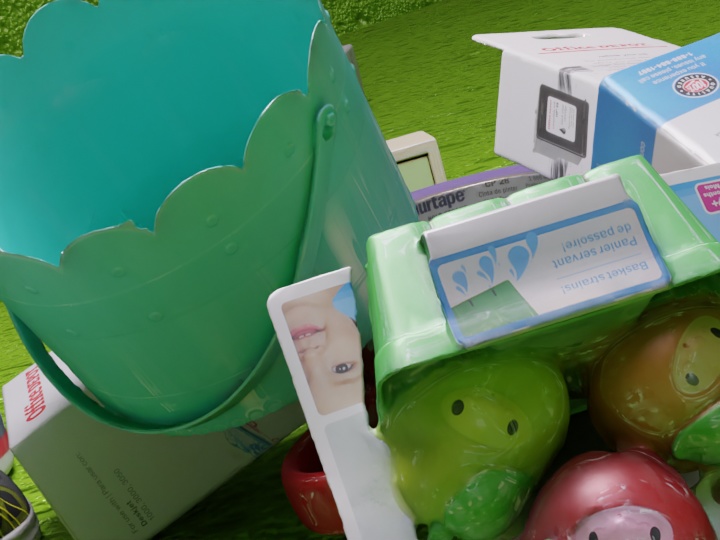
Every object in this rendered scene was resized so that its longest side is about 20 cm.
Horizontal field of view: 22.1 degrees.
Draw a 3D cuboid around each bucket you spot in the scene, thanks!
[{"bbox_3d":[-0.080,-0.034,0.821,0.207,0.135,0.207,-20,39,17],"label":"bucket"}]

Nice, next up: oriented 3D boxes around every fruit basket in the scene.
[{"bbox_3d":[0.082,0.062,0.619,0.185,0.094,0.200,-16,57,-6],"label":"fruit basket"}]

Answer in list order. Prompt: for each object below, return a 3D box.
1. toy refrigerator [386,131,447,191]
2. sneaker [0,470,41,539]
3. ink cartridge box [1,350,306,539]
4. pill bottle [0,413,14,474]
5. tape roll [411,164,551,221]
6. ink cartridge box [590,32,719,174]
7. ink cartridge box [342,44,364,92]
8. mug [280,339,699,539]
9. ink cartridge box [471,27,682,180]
[{"bbox_3d":[-0.030,-0.046,1.475,0.200,0.076,0.070,-16,12,-6],"label":"toy refrigerator"},{"bbox_3d":[-0.209,0.119,0.923,0.074,0.085,0.200,-15,12,-3],"label":"sneaker"},{"bbox_3d":[-0.082,0.048,0.948,0.200,0.085,0.145,-38,14,-5],"label":"ink cartridge box"},{"bbox_3d":[-0.291,0.043,1.095,0.119,0.200,0.120,-15,12,3],"label":"pill bottle"},{"bbox_3d":[0.075,-0.001,1.116,0.200,0.085,0.200,-14,12,3],"label":"tape roll"},{"bbox_3d":[0.224,-0.030,0.853,0.145,0.084,0.200,-21,45,-25],"label":"ink cartridge box"},{"bbox_3d":[-0.080,-0.211,2.267,0.145,0.084,0.200,-13,13,10],"label":"ink cartridge box"},{"bbox_3d":[0.052,0.045,0.799,0.177,0.134,0.200,6,3,-14],"label":"mug"},{"bbox_3d":[0.158,-0.087,1.055,0.116,0.067,0.200,-7,20,-27],"label":"ink cartridge box"}]
